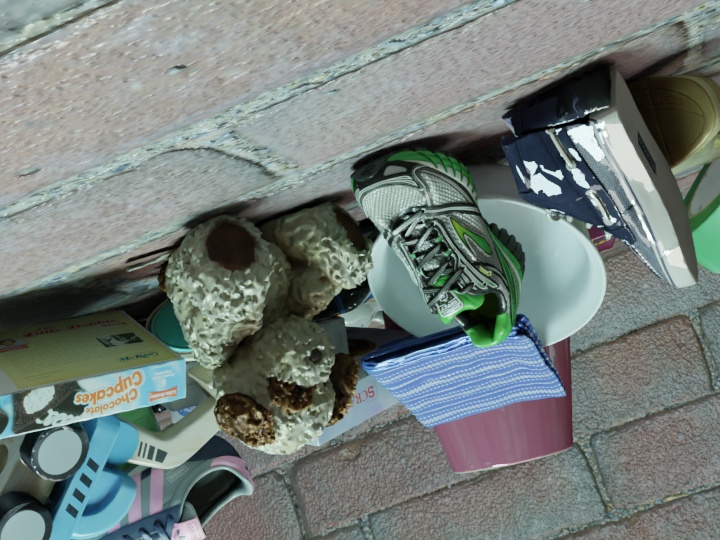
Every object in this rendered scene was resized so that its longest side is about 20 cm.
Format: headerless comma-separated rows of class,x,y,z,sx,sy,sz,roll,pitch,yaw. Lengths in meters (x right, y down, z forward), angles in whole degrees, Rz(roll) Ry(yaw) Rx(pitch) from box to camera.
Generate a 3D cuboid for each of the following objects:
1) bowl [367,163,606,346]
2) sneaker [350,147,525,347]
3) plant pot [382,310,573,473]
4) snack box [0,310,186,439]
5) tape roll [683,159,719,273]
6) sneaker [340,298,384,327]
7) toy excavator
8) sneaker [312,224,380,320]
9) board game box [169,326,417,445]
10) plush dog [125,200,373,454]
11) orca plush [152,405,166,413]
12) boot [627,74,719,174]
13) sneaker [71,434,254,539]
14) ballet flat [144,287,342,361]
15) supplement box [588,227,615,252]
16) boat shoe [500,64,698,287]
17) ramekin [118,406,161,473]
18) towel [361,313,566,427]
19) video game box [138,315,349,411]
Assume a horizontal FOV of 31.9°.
bowl,0.106,-0.024,1.059,0.198,0.091,0.202,4,140,4
sneaker,0.064,-0.016,0.931,0.077,0.086,0.200,-23,134,30
plant pot,0.136,0.105,1.290,0.197,0.182,0.200,-13,174,-1
snack box,-0.244,0.079,0.946,0.198,0.038,0.116,-10,-157,-33
tape roll,0.341,-0.094,1.073,0.202,0.048,0.200,-57,178,-3
sneaker,-0.034,0.046,1.374,0.198,0.093,0.076,-16,172,-27
toy excavator,-0.200,0.145,1.012,0.099,0.197,0.199,21,174,47
sneaker,0.000,0.000,1.164,0.197,0.077,0.077,-19,169,1
board game box,-0.047,0.102,1.194,0.198,0.042,0.199,1,-163,41
plush dog,-0.078,0.056,0.959,0.159,0.174,0.199,-23,173,33
orca plush,-0.200,0.116,1.305,0.103,0.072,0.200,-6,-166,0
boot,0.258,-0.116,1.013,0.154,0.074,0.200,-18,172,-28
sneaker,-0.176,0.211,1.048,0.082,0.071,0.200,26,-124,39
ballet flat,-0.093,0.031,1.072,0.198,0.070,0.069,-25,176,-23
supplement box,0.198,-0.052,1.291,0.109,0.087,0.200,-20,173,7
boat shoe,0.174,-0.056,0.916,0.092,0.201,0.075,-16,-142,26
ramekin,-0.253,0.150,1.144,0.097,0.202,0.200,-24,176,-27
towel,0.095,0.093,1.095,0.143,0.024,0.200,-16,153,14
video game box,-0.135,0.071,1.191,0.180,0.048,0.199,-12,-168,-28
